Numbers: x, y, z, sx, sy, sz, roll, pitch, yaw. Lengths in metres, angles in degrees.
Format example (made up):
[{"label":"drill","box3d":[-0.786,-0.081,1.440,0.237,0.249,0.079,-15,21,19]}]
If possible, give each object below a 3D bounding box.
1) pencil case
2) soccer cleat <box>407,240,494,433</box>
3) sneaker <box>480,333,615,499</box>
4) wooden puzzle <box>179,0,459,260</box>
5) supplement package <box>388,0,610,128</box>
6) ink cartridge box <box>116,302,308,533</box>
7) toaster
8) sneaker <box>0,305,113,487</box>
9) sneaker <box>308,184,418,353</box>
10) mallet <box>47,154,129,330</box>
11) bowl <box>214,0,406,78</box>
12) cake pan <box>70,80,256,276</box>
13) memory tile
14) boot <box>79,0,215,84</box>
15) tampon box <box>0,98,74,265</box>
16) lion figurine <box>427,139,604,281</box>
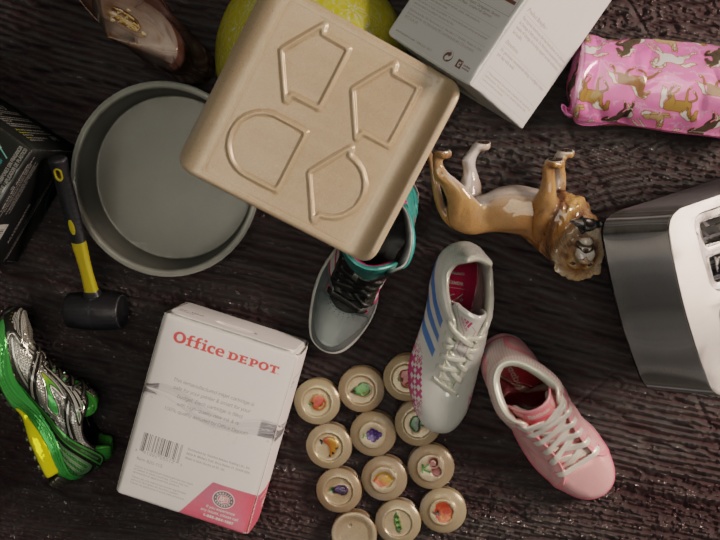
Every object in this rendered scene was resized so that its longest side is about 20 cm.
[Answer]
[{"label":"pencil case","box3d":[0.297,-0.173,0.950,0.200,0.083,0.087,9,58,5]},{"label":"soccer cleat","box3d":[0.092,0.071,0.986,0.070,0.086,0.200,5,96,-14]},{"label":"sneaker","box3d":[0.187,0.158,0.986,0.075,0.105,0.200,-35,93,6]},{"label":"wooden puzzle","box3d":[-0.037,-0.132,0.900,0.200,0.046,0.185,27,95,-5]},{"label":"supplement package","box3d":[0.144,-0.258,0.918,0.117,0.117,0.200,41,100,36]},{"label":"ink cartridge box","box3d":[-0.150,0.150,1.028,0.146,0.083,0.200,17,98,4]},{"label":"toaster","box3d":[0.328,0.009,0.917,0.200,0.119,0.181,-17,94,-18]},{"label":"sneaker","box3d":[-0.327,0.126,1.056,0.085,0.078,0.200,-23,103,1]},{"label":"sneaker","box3d":[0.000,0.000,0.978,0.084,0.121,0.200,24,99,3]},{"label":"mallet","box3d":[-0.297,-0.023,1.013,0.066,0.041,0.200,-6,120,13]},{"label":"bowl","box3d":[-0.055,-0.212,0.967,0.200,0.108,0.201,1,96,5]},{"label":"cake pan","box3d":[-0.199,-0.095,1.024,0.200,0.037,0.201,1,100,7]},{"label":"memory tile","box3d":[0.020,0.197,1.051,0.153,0.017,0.200,-15,95,7]},{"label":"boot","box3d":[-0.227,-0.248,0.933,0.186,0.200,0.064,36,98,0]},{"label":"tampon box","box3d":[-0.425,-0.114,1.005,0.200,0.126,0.150,32,98,2]},{"label":"lion figurine","box3d":[0.149,-0.062,0.989,0.200,0.072,0.123,11,115,19]}]
